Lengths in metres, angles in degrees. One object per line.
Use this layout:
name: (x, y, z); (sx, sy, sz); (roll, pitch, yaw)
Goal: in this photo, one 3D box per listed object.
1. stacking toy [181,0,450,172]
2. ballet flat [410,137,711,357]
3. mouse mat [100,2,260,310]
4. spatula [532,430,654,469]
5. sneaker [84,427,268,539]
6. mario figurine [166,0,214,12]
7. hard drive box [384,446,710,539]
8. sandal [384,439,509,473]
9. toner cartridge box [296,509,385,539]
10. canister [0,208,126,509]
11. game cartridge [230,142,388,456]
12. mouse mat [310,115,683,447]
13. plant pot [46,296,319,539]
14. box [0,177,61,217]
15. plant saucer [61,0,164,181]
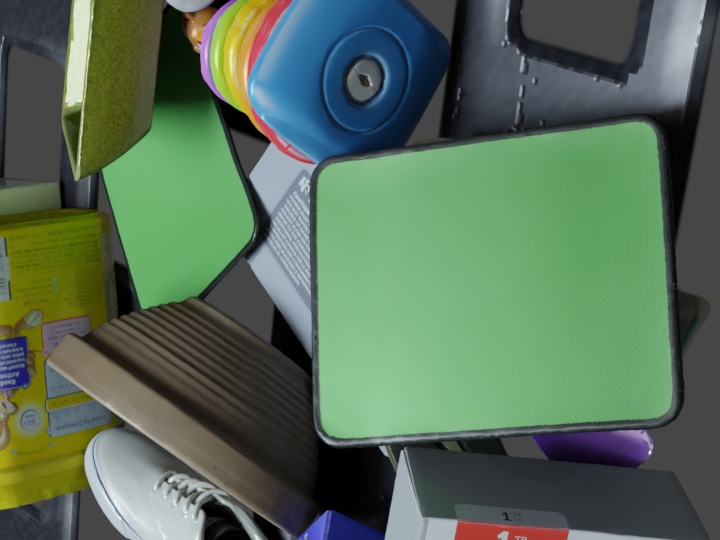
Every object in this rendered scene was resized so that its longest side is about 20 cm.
stacking toy: (-0.055, -0.132, 0.955); (0.200, 0.116, 0.110); (25, 82, 50)
ballet flat: (0.110, -0.025, 0.861); (0.200, 0.069, 0.070); (46, 128, 25)
mouse mat: (-0.134, -0.068, 1.096); (0.161, 0.008, 0.200); (-43, 56, 43)
spatula: (0.093, 0.035, 0.909); (0.057, 0.021, 0.200); (-39, 66, 20)
sneaker: (-0.115, 0.174, 1.116); (0.200, 0.073, 0.071); (41, 137, 16)
mario figurine: (-0.086, -0.222, 0.915); (0.124, 0.106, 0.200); (62, 176, -17)
hard drive box: (0.085, 0.205, 0.860); (0.077, 0.156, 0.200); (-103, 21, -67)
sandal: (0.070, 0.150, 0.937); (0.057, 0.080, 0.201); (-162, 53, -85)
toner cartridge box: (-0.033, 0.237, 1.032); (0.200, 0.095, 0.043); (-49, 21, 39)
canister: (-0.243, 0.060, 1.166); (0.086, 0.148, 0.200); (5, 101, 45)
game cartridge: (0.000, 0.000, 0.988); (0.133, 0.042, 0.200); (-49, 65, 35)
mouse mat: (0.065, 0.007, 0.826); (0.200, 0.008, 0.161); (-6, 77, 23)
plant pot: (-0.097, 0.081, 1.030); (0.201, 0.201, 0.093); (28, 80, 37)
box: (-0.329, 0.028, 1.204); (0.097, 0.200, 0.176); (7, 105, 45)
plant saucer: (-0.161, -0.174, 1.042); (0.200, 0.048, 0.200); (-128, 45, -69)
